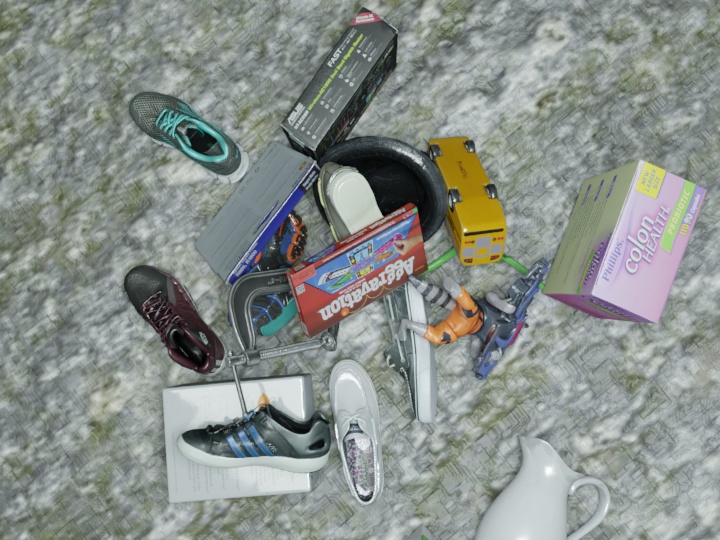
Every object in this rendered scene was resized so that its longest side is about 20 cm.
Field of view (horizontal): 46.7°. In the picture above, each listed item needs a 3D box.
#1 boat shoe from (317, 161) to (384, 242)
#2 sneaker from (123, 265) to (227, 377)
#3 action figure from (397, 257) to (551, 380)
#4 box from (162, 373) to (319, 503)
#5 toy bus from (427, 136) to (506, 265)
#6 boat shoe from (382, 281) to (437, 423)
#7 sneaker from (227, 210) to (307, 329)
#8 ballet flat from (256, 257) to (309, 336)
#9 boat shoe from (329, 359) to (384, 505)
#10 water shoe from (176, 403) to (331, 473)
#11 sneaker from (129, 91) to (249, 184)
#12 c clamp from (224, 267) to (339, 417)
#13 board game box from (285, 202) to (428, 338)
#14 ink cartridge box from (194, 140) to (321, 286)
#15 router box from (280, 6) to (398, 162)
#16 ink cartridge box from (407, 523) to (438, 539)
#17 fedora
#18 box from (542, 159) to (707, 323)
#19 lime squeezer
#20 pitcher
[{"bbox_3d":[-0.003,-0.059,1.125,0.071,0.204,0.060,-34,42,-14],"label":"boat shoe"},{"bbox_3d":[-0.266,0.066,1.172,0.200,0.116,0.076,44,89,4],"label":"sneaker"},{"bbox_3d":[0.166,0.041,1.139,0.191,0.105,0.202,14,117,-37],"label":"action figure"},{"bbox_3d":[-0.163,0.229,1.161,0.195,0.106,0.156,-5,85,2],"label":"box"},{"bbox_3d":[0.143,-0.103,1.152,0.063,0.079,0.202,-7,42,-7],"label":"toy bus"},{"bbox_3d":[0.067,0.116,1.186,0.069,0.072,0.205,-9,76,11],"label":"boat shoe"},{"bbox_3d":[-0.136,0.006,1.163,0.075,0.078,0.202,45,47,-25],"label":"sneaker"},{"bbox_3d":[-0.081,0.016,1.197,0.198,0.068,0.064,-35,55,-3],"label":"ballet flat"},{"bbox_3d":[-0.007,0.228,1.173,0.070,0.069,0.205,-4,86,2],"label":"boat shoe"},{"bbox_3d":[-0.135,0.206,1.068,0.195,0.072,0.081,6,103,-7],"label":"water shoe"},{"bbox_3d":[-0.251,-0.204,1.203,0.197,0.091,0.079,29,87,4],"label":"sneaker"},{"bbox_3d":[-0.100,0.081,1.102,0.197,0.027,0.174,-15,83,-37],"label":"c clamp"},{"bbox_3d":[0.000,0.000,1.100,0.198,0.019,0.105,-30,128,-20],"label":"board game box"},{"bbox_3d":[-0.137,-0.077,1.143,0.040,0.200,0.201,38,89,-27],"label":"ink cartridge box"},{"bbox_3d":[-0.026,-0.249,1.167,0.062,0.150,0.202,35,87,4],"label":"router box"},{"bbox_3d":[0.129,0.454,1.113,0.200,0.146,0.084,43,89,5],"label":"ink cartridge box"},{"bbox_3d":[0.034,-0.122,1.165,0.196,0.092,0.204,11,130,14],"label":"fedora"},{"bbox_3d":[0.343,-0.033,1.107,0.095,0.200,0.179,22,87,-4],"label":"box"},{"bbox_3d":[0.175,-0.014,1.199,0.195,0.038,0.072,6,86,2],"label":"lime squeezer"},{"bbox_3d":[0.250,0.354,1.139,0.169,0.121,0.203,29,76,-11],"label":"pitcher"}]
